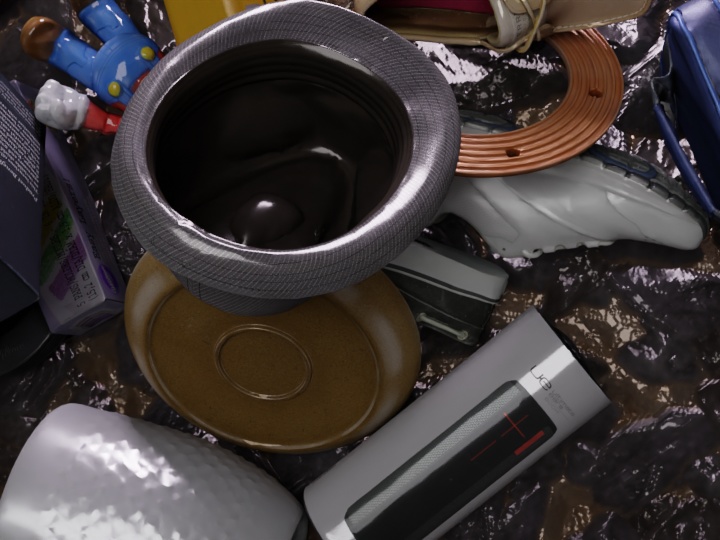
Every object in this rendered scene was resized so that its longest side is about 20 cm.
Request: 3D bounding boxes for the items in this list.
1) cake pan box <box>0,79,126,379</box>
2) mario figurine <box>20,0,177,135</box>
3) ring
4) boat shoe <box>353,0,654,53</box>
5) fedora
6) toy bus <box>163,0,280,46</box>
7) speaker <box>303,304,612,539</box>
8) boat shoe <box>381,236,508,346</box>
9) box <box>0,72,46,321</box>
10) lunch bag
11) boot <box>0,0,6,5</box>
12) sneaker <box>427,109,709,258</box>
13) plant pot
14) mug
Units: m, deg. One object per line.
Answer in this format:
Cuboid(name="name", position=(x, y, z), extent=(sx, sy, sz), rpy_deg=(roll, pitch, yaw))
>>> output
Cuboid(name="cake pan box", position=(-0.289, -0.013, 0.829), extent=(0.183, 0.052, 0.201), rpy_deg=(-27, 77, 12))
Cuboid(name="mario figurine", position=(-0.159, -0.145, 0.779), extent=(0.200, 0.106, 0.124), rpy_deg=(38, 120, 22))
Cuboid(name="ring", position=(0.071, -0.126, 0.713), extent=(0.199, 0.019, 0.201), rpy_deg=(1, 49, -1))
Cuboid(name="boat shoe", position=(0.092, -0.171, 0.699), extent=(0.199, 0.074, 0.069), rpy_deg=(2, 51, 11))
Cuboid(name="fedora", position=(-0.043, -0.050, 0.608), extent=(0.176, 0.090, 0.200), rpy_deg=(27, 55, 8))
Cuboid(name="toy bus", position=(-0.080, -0.164, 0.709), extent=(0.065, 0.078, 0.201), rpy_deg=(-8, 102, 36))
Cuboid(name="speaker", position=(0.062, 0.113, 0.707), extent=(0.200, 0.081, 0.081), rpy_deg=(-39, 76, 7))
Cuboid(name="boat shoe", position=(0.000, 0.000, 0.707), extent=(0.199, 0.071, 0.064), rpy_deg=(19, 101, -16))
Cuboid(name="box", position=(-0.320, -0.032, 0.709), extent=(0.199, 0.123, 0.199), rpy_deg=(-28, 40, 10))
Cuboid(name="lunch bag", position=(0.253, -0.088, 0.650), extent=(0.132, 0.136, 0.201), rpy_deg=(-22, 77, 8))
Cuboid(name="boot", position=(-0.288, -0.312, 0.863), extent=(0.199, 0.064, 0.187), rpy_deg=(-32, 74, 14))
Cuboid(name="sneaker", position=(0.129, -0.046, 0.724), extent=(0.199, 0.074, 0.088), rpy_deg=(18, 108, 17))
Cuboid(name="plant pot", position=(-0.061, 0.053, 0.705), extent=(0.199, 0.028, 0.201), rpy_deg=(6, 129, 8))
Cuboid(name="mug", position=(-0.135, 0.204, 0.717), extent=(0.174, 0.148, 0.201), rpy_deg=(13, 93, 9))
